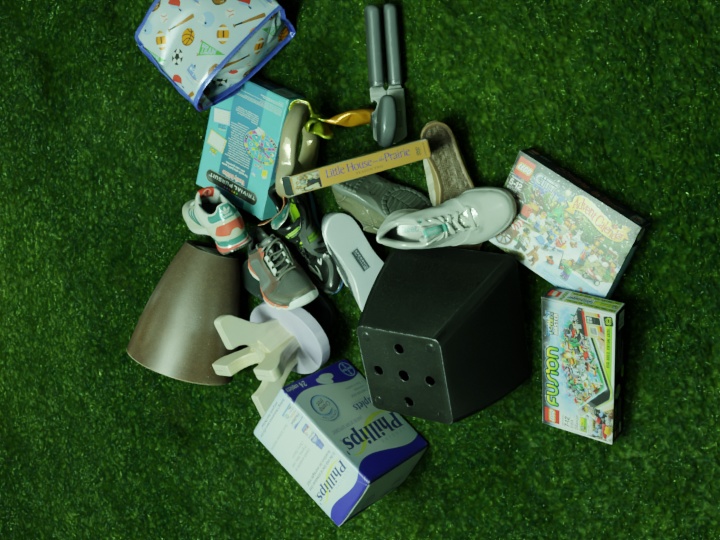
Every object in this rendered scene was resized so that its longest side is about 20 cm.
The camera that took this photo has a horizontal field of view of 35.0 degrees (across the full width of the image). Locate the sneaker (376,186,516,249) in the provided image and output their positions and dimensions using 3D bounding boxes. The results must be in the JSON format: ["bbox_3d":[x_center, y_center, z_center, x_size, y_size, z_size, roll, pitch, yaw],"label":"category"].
[{"bbox_3d":[0.115,-0.061,1.564,0.197,0.088,0.077,-14,97,22],"label":"sneaker"}]

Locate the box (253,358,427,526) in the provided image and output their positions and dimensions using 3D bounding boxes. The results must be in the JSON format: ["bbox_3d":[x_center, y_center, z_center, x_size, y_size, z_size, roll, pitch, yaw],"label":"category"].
[{"bbox_3d":[-0.027,0.258,1.750,0.200,0.183,0.106,44,121,18],"label":"box"}]

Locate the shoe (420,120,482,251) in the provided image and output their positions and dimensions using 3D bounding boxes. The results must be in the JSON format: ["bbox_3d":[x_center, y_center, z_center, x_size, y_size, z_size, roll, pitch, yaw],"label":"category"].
[{"bbox_3d":[0.131,-0.117,1.630,0.069,0.053,0.204,-14,100,2],"label":"shoe"}]

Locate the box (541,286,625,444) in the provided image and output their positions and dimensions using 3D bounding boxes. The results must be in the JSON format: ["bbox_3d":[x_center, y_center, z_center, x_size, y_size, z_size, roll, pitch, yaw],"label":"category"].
[{"bbox_3d":[0.301,0.129,1.548,0.109,0.035,0.203,13,122,33],"label":"box"}]

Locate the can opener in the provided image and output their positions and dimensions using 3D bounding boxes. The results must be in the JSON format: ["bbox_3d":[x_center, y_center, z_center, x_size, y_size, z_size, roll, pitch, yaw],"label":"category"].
[{"bbox_3d":[0.040,-0.281,1.643,0.066,0.052,0.204,-163,67,-74],"label":"can opener"}]

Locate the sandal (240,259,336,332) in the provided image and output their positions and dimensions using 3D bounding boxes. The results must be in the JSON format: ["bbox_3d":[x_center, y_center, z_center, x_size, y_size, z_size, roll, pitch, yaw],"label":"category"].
[{"bbox_3d":[-0.126,0.049,1.852,0.199,0.048,0.077,29,117,28],"label":"sandal"}]

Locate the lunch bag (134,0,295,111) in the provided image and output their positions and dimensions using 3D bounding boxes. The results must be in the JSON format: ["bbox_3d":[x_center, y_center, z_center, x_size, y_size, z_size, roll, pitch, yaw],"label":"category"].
[{"bbox_3d":[-0.226,-0.364,1.741,0.200,0.124,0.170,-44,73,-2],"label":"lunch bag"}]

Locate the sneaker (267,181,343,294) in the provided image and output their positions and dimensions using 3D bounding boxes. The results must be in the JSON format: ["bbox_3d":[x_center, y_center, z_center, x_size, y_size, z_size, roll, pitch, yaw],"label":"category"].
[{"bbox_3d":[-0.090,-0.051,1.779,0.070,0.082,0.202,-29,85,37],"label":"sneaker"}]

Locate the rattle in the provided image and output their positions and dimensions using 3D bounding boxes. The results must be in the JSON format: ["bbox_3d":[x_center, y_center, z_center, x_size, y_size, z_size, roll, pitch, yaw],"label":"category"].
[{"bbox_3d":[-0.061,-0.146,1.698,0.140,0.130,0.203,14,70,-1],"label":"rattle"}]

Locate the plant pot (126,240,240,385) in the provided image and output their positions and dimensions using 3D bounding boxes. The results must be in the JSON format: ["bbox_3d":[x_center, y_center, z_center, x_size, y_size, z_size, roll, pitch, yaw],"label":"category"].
[{"bbox_3d":[-0.271,0.061,1.896,0.185,0.186,0.203,23,100,29],"label":"plant pot"}]

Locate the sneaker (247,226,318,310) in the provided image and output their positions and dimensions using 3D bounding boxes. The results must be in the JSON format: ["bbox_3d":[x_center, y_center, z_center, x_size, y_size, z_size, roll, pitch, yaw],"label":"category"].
[{"bbox_3d":[-0.134,-0.007,1.779,0.200,0.076,0.083,38,149,51],"label":"sneaker"}]

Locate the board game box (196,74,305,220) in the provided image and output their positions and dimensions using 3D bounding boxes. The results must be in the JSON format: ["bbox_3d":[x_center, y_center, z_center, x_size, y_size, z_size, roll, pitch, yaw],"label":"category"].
[{"bbox_3d":[-0.178,-0.206,1.827,0.150,0.047,0.203,28,117,28],"label":"board game box"}]

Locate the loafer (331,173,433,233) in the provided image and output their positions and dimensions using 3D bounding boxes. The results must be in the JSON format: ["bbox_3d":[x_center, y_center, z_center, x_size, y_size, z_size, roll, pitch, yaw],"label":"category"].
[{"bbox_3d":[0.039,-0.089,1.696,0.199,0.075,0.070,34,149,23],"label":"loafer"}]

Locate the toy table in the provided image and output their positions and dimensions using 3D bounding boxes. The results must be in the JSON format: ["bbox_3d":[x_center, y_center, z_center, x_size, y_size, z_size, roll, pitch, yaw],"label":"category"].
[{"bbox_3d":[-0.146,0.130,1.796,0.186,0.116,0.199,59,149,-6],"label":"toy table"}]

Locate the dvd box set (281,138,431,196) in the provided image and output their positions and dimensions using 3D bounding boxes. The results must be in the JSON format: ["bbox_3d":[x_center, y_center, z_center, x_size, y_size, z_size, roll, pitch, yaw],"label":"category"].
[{"bbox_3d":[-0.009,-0.144,1.600,0.196,0.146,0.030,-16,96,-8],"label":"dvd box set"}]

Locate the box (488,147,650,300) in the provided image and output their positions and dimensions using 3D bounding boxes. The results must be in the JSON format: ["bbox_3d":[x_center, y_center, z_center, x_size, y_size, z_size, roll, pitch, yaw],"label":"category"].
[{"bbox_3d":[0.274,-0.055,1.545,0.199,0.037,0.138,35,120,24],"label":"box"}]

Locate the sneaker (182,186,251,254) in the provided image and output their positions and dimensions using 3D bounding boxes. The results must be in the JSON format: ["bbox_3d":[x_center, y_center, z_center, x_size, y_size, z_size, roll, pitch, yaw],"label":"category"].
[{"bbox_3d":[-0.240,-0.101,1.841,0.199,0.070,0.095,36,147,55],"label":"sneaker"}]

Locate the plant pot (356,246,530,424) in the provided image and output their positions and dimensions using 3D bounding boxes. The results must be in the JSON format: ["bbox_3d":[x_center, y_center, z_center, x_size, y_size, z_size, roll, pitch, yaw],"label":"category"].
[{"bbox_3d":[0.103,0.098,1.589,0.197,0.177,0.203,8,122,33],"label":"plant pot"}]

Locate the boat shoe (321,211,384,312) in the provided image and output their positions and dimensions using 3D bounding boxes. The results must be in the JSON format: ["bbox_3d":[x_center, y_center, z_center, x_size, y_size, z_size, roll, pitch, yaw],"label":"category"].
[{"bbox_3d":[0.000,0.000,1.740,0.071,0.068,0.202,-35,103,-6],"label":"boat shoe"}]
